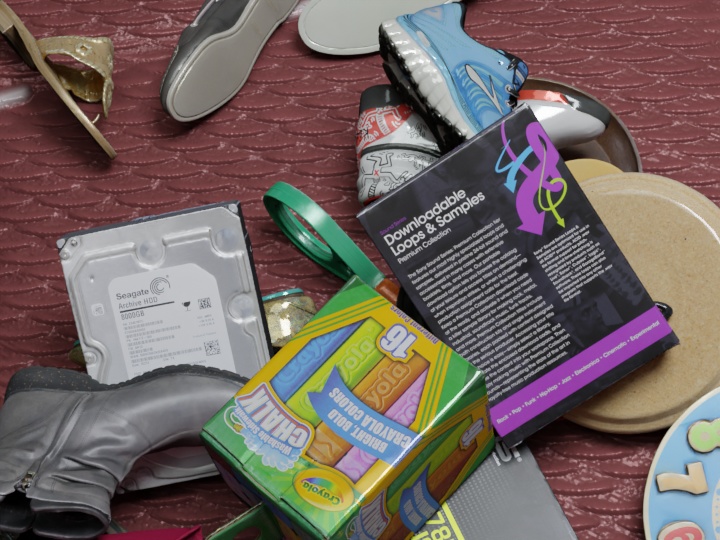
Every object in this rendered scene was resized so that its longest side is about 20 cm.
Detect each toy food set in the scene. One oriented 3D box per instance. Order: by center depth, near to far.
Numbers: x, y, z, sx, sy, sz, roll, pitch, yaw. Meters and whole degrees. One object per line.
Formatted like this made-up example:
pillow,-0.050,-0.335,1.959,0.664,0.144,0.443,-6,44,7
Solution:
toy food set,0.193,0.025,1.038,0.199,0.049,0.199,18,92,18

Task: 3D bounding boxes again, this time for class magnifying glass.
magnifying glass,0.000,0.000,1.107,0.200,0.080,0.022,42,74,14

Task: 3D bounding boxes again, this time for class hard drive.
hard drive,-0.136,0.058,1.044,0.139,0.038,0.201,-11,99,2

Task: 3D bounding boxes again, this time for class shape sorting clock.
shape sorting clock,0.296,0.170,0.964,0.199,0.039,0.201,-1,79,4

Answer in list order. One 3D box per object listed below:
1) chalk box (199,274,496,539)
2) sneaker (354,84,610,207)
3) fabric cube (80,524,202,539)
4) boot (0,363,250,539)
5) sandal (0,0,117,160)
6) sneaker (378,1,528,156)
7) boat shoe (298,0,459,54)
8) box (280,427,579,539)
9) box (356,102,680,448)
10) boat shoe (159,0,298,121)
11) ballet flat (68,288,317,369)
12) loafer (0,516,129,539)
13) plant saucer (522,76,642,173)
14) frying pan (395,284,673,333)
chalk box,-0.019,0.131,0.953,0.124,0.125,0.200,36,72,25
sneaker,0.095,-0.084,1.103,0.201,0.067,0.108,4,74,3
fabric cube,-0.204,0.280,0.879,0.199,0.196,0.201,-7,86,4
boot,-0.166,0.132,0.966,0.199,0.070,0.132,-3,36,5
sandal,-0.254,-0.189,1.236,0.070,0.078,0.212,-40,59,-7
sneaker,0.096,-0.124,1.041,0.090,0.078,0.200,-30,75,-9
boat shoe,0.037,-0.251,1.250,0.200,0.073,0.062,-25,18,2
box,0.049,0.196,1.003,0.193,0.048,0.200,-24,61,-4
box,0.110,0.003,0.980,0.143,0.036,0.200,-32,97,7
boat shoe,-0.122,-0.209,1.241,0.057,0.067,0.200,18,60,34
ballet flat,-0.129,0.066,1.091,0.199,0.071,0.071,-13,61,1
loafer,-0.224,0.187,1.036,0.200,0.063,0.072,27,69,20
plant saucer,0.128,-0.068,1.141,0.200,0.035,0.201,-3,61,6
frying pan,0.118,0.017,1.022,0.190,0.031,0.115,-23,85,4
